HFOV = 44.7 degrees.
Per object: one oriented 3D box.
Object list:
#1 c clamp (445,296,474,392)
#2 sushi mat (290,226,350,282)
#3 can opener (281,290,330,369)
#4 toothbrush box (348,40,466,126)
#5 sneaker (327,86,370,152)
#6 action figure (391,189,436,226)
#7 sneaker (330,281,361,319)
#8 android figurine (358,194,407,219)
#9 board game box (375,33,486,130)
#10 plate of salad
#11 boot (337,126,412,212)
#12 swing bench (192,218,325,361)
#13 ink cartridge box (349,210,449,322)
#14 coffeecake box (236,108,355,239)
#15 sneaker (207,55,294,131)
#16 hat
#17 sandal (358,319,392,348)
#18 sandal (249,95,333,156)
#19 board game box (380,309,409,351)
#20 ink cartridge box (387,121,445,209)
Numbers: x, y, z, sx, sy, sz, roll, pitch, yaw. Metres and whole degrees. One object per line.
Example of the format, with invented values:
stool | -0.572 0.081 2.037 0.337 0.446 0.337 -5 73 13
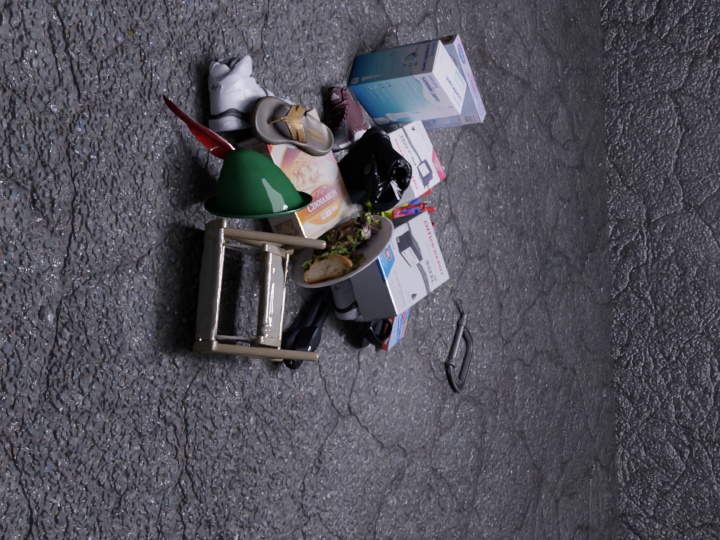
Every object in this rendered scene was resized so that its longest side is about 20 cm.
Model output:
c clamp | 0.249 0.196 2.204 0.171 0.027 0.201 57 41 -48
sushi mat | -0.055 -0.039 1.628 0.199 0.012 0.096 23 67 -23
can opener | -0.094 0.109 1.604 0.200 0.078 0.064 -64 149 -58
toothbrush box | 0.099 -0.384 1.814 0.146 0.199 0.086 43 53 -48
sneaker | -0.050 -0.295 1.699 0.200 0.075 0.116 -47 121 -61
action figure | 0.131 -0.124 1.844 0.200 0.099 0.066 -38 118 -55
sneaker | 0.000 0.000 1.733 0.200 0.075 0.115 -49 130 -47
android figurine | 0.066 -0.112 1.870 0.200 0.041 0.183 14 61 -56
board game box | 0.149 -0.401 1.900 0.200 0.199 0.041 64 37 -35
plate of salad | -0.036 -0.042 1.517 0.048 0.199 0.200 60 41 -28
boot | 0.007 -0.154 1.617 0.076 0.200 0.168 27 23 -29
swing bench | -0.175 0.038 1.396 0.199 0.129 0.200 11 79 -33
ink cartridge box | 0.068 -0.011 1.637 0.200 0.083 0.146 -31 105 -50
coffeecake box | -0.110 -0.162 1.540 0.153 0.073 0.201 -39 112 -46
sneaker | -0.182 -0.300 1.462 0.200 0.075 0.116 -26 113 -53
hat | -0.173 -0.185 1.354 0.199 0.165 0.177 -15 113 -34
sandal | 0.034 0.115 1.743 0.075 0.048 0.201 -50 168 -20
sandal | -0.105 -0.239 1.459 0.200 0.054 0.082 18 73 -49
board game box | 0.088 0.064 1.866 0.103 0.019 0.201 -29 135 -62
ink cartridge box | 0.090 -0.226 1.853 0.145 0.084 0.200 64 29 -8
